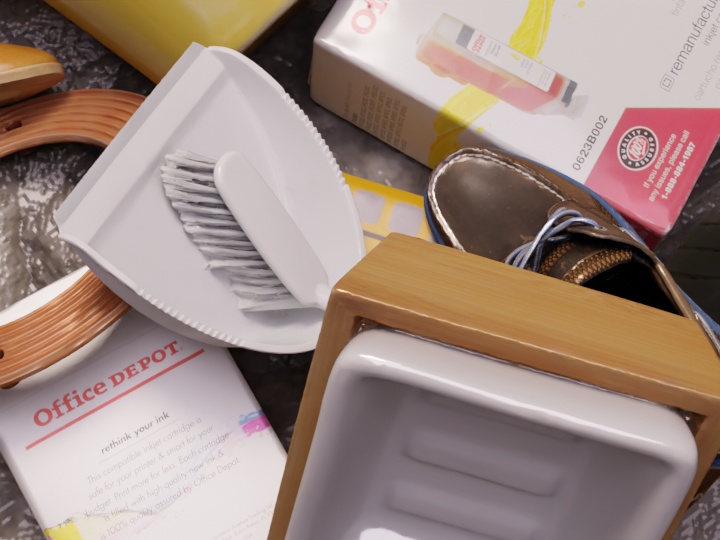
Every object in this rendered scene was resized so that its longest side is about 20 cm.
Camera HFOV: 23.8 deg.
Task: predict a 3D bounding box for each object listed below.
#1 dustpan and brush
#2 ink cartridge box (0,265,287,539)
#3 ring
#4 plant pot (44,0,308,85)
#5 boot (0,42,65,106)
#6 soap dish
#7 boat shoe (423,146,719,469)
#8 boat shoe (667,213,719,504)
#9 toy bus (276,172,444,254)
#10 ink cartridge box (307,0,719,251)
[{"bbox_3d":[-0.028,0.004,0.769,0.200,0.057,0.140,52,47,-24],"label":"dustpan and brush"},{"bbox_3d":[-0.097,0.097,0.812,0.116,0.068,0.201,-28,79,-10],"label":"ink cartridge box"},{"bbox_3d":[-0.166,-0.013,0.814,0.199,0.019,0.201,-14,42,13],"label":"ring"},{"bbox_3d":[-0.102,-0.192,0.837,0.201,0.201,0.189,-43,96,-13],"label":"plant pot"},{"bbox_3d":[-0.254,-0.148,0.864,0.200,0.071,0.145,-6,85,4],"label":"boot"},{"bbox_3d":[0.050,0.081,0.702,0.157,0.200,0.081,16,46,0],"label":"soap dish"},{"bbox_3d":[0.102,0.004,0.759,0.200,0.072,0.072,40,90,23],"label":"boat shoe"},{"bbox_3d":[0.159,0.071,0.820,0.200,0.074,0.076,-57,41,4],"label":"boat shoe"},{"bbox_3d":[0.000,0.000,0.846,0.199,0.065,0.079,17,73,2],"label":"toy bus"},{"bbox_3d":[0.091,-0.112,0.871,0.199,0.083,0.146,29,75,5],"label":"ink cartridge box"}]
